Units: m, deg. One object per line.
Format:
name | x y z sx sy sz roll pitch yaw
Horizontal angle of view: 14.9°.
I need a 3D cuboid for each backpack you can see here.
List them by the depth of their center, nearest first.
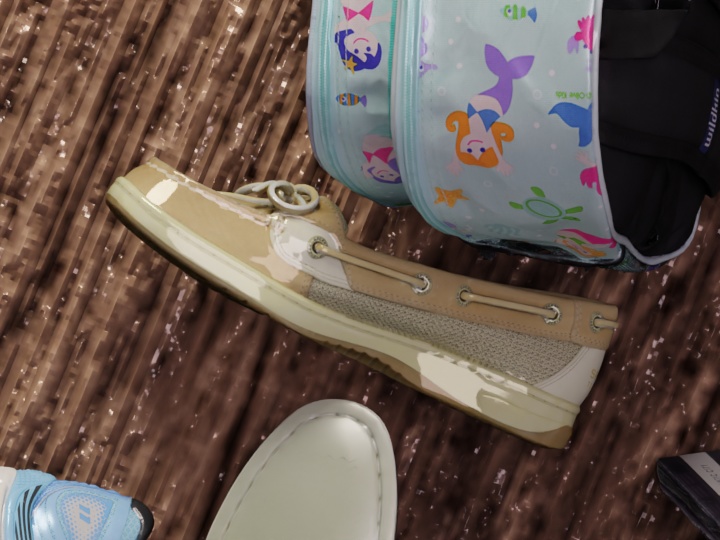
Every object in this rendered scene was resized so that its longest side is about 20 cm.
backpack | 0.061 -0.091 0.981 0.150 0.200 0.179 5 89 11

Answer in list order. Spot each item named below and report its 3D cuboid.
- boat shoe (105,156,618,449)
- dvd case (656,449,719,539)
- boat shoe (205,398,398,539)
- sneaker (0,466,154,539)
boat shoe | 0.001 0.001 1.030 0.200 0.073 0.063 26 88 -11
dvd case | 0.226 0.084 1.028 0.199 0.149 0.016 -7 105 -9
boat shoe | -0.027 0.149 1.032 0.071 0.061 0.202 14 84 19
sneaker | -0.107 0.173 1.010 0.089 0.078 0.201 1 90 -13
